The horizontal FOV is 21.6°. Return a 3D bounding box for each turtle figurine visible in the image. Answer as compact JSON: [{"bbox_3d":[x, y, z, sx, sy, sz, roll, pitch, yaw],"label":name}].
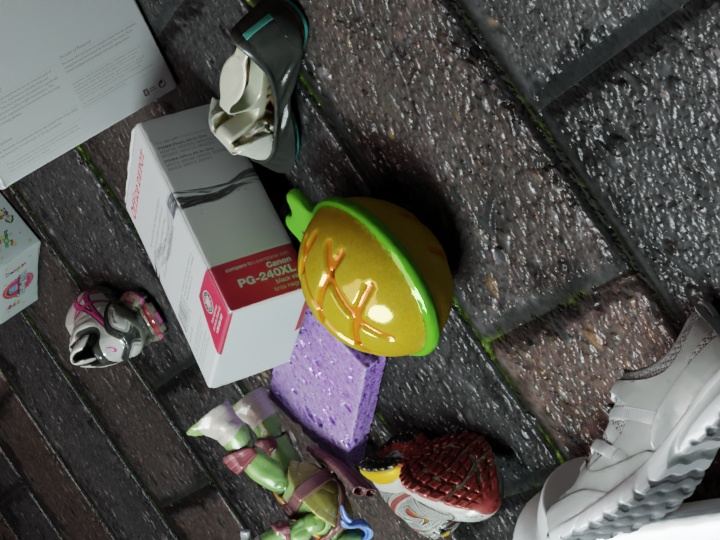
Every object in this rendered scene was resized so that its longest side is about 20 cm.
[{"bbox_3d":[-0.088,0.222,1.771,0.194,0.144,0.200,54,151,10],"label":"turtle figurine"}]

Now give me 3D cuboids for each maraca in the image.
[{"bbox_3d":[0.000,0.000,1.465,0.200,0.107,0.137,24,139,57],"label":"maraca"}]

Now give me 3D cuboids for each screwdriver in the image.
[{"bbox_3d":[-0.076,-0.014,1.680,0.028,0.029,0.200,51,158,10],"label":"screwdriver"}]

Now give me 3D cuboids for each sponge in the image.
[{"bbox_3d":[-0.032,0.096,1.721,0.112,0.030,0.200,45,153,21],"label":"sponge"}]

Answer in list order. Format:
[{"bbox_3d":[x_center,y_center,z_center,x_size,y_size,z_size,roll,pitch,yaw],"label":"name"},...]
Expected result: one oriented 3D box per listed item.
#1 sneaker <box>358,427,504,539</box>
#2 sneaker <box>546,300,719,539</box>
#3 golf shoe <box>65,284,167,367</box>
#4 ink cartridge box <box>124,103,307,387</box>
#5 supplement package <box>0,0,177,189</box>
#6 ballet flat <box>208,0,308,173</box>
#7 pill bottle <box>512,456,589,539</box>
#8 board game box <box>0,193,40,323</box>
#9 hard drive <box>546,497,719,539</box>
[{"bbox_3d":[0.074,0.186,1.606,0.082,0.078,0.200,57,164,-13],"label":"sneaker"},{"bbox_3d":[0.190,0.105,1.240,0.200,0.075,0.082,-47,56,24],"label":"sneaker"},{"bbox_3d":[-0.291,0.065,2.063,0.073,0.092,0.200,60,156,-13],"label":"golf shoe"},{"bbox_3d":[-0.126,-0.024,1.632,0.200,0.083,0.145,63,158,22],"label":"ink cartridge box"},{"bbox_3d":[-0.307,-0.203,1.658,0.147,0.191,0.200,3,123,58],"label":"supplement package"},{"bbox_3d":[-0.087,-0.137,1.495,0.068,0.068,0.200,43,152,23],"label":"ballet flat"},{"bbox_3d":[0.167,0.229,1.437,0.111,0.111,0.200,42,151,26],"label":"pill bottle"},{"bbox_3d":[-0.467,-0.055,2.262,0.200,0.064,0.148,47,153,16],"label":"board game box"},{"bbox_3d":[0.241,0.218,1.289,0.200,0.027,0.132,-13,112,33],"label":"hard drive"}]
